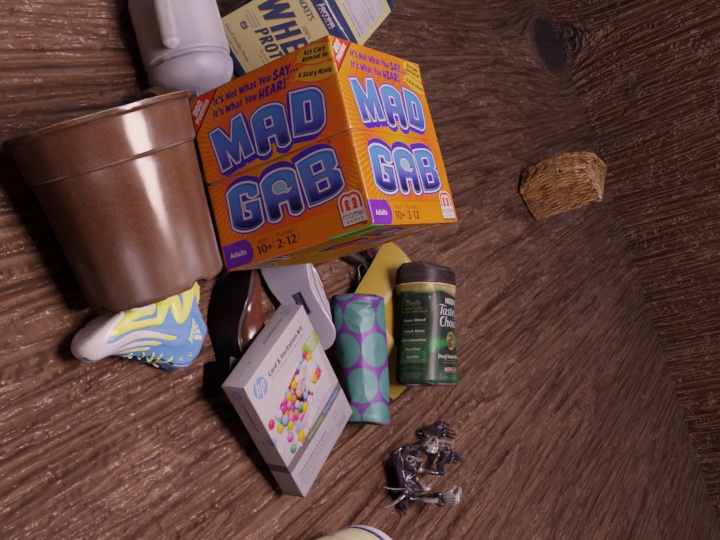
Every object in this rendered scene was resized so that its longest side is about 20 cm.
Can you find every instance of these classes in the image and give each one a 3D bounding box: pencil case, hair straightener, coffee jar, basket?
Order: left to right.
[{"bbox_3d":[-0.001,0.134,1.227,0.085,0.092,0.200,0,85,-25],"label":"pencil case"},{"bbox_3d":[0.000,0.000,1.368,0.200,0.041,0.077,44,53,-46],"label":"hair straightener"},{"bbox_3d":[0.107,0.086,1.313,0.104,0.085,0.200,10,77,-53],"label":"coffee jar"},{"bbox_3d":[0.527,-0.249,2.137,0.143,0.200,0.149,53,39,-27],"label":"basket"}]

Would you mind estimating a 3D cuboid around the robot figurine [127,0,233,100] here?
[{"bbox_3d":[-0.234,-0.303,1.063,0.170,0.113,0.200,-5,79,-83],"label":"robot figurine"}]

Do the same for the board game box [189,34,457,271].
[{"bbox_3d":[-0.039,-0.124,0.939,0.200,0.200,0.200,-6,82,-58],"label":"board game box"}]

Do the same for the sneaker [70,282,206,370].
[{"bbox_3d":[-0.234,0.078,0.922,0.200,0.076,0.105,-40,111,-57],"label":"sneaker"}]

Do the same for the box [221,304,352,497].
[{"bbox_3d":[-0.089,0.169,1.061,0.156,0.041,0.200,-56,134,-43],"label":"box"}]

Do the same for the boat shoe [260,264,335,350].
[{"bbox_3d":[-0.094,0.022,1.184,0.065,0.073,0.200,-99,170,-78],"label":"boat shoe"}]

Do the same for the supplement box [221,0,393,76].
[{"bbox_3d":[-0.086,-0.390,1.251,0.134,0.200,0.200,58,34,-22],"label":"supplement box"}]

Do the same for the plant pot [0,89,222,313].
[{"bbox_3d":[-0.248,-0.071,0.873,0.200,0.200,0.199,-36,113,-57],"label":"plant pot"}]

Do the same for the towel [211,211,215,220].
[{"bbox_3d":[-0.157,-0.121,1.074,0.200,0.024,0.145,43,51,-84],"label":"towel"}]

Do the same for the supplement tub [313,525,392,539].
[{"bbox_3d":[-0.041,0.405,1.000,0.200,0.145,0.145,4,72,-56],"label":"supplement tub"}]

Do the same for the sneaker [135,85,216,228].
[{"bbox_3d":[-0.217,-0.160,1.071,0.200,0.067,0.090,64,32,-26],"label":"sneaker"}]

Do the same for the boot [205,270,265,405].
[{"bbox_3d":[-0.114,0.105,1.103,0.200,0.068,0.189,29,52,-49],"label":"boot"}]

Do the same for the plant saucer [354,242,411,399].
[{"bbox_3d":[0.068,0.081,1.373,0.200,0.048,0.200,59,43,-30],"label":"plant saucer"}]

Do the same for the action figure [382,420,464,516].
[{"bbox_3d":[0.110,0.320,1.319,0.200,0.102,0.119,-34,116,-59],"label":"action figure"}]
